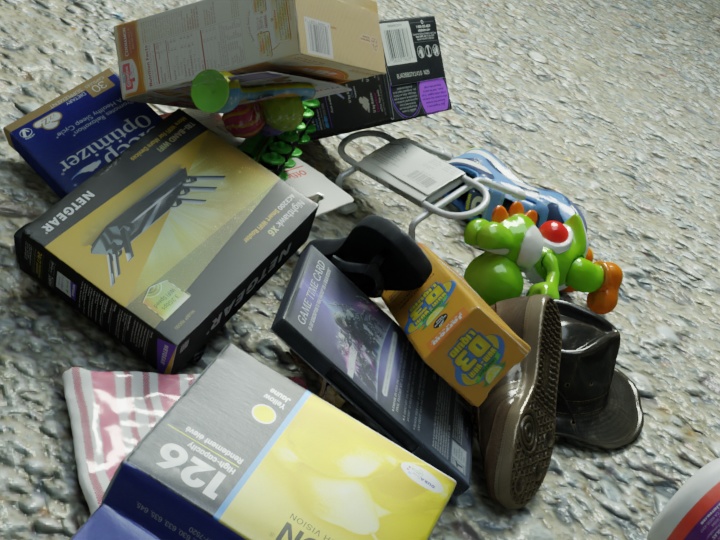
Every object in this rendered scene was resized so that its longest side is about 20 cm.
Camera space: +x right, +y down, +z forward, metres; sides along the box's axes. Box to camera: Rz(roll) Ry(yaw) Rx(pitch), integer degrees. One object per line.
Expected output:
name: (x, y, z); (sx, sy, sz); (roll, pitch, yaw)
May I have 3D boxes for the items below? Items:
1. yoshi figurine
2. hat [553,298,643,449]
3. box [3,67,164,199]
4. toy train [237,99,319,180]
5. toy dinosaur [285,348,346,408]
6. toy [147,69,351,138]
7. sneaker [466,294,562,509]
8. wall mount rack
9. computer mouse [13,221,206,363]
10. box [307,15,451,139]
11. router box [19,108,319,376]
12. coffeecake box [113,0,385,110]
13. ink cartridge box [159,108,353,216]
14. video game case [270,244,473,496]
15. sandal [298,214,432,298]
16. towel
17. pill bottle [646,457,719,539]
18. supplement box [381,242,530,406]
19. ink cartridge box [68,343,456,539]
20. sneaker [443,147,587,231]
yoshi figurine: (0.174, 0.006, 1.204); (0.199, 0.112, 0.112); (16, 56, -39)
hat: (0.188, 0.076, 1.090); (0.200, 0.081, 0.201); (18, 28, -10)
box: (-0.223, -0.097, 1.073); (0.121, 0.032, 0.200); (-35, 63, -23)
toy train: (-0.084, -0.129, 1.143); (0.056, 0.042, 0.200); (13, 29, 5)
toy dinosaur: (-0.012, 0.078, 0.992); (0.101, 0.058, 0.200); (51, 22, 12)
toy: (-0.093, -0.146, 1.054); (0.115, 0.047, 0.200); (-6, -1, 20)
sneaker: (0.121, 0.111, 0.988); (0.075, 0.071, 0.201); (-8, 47, 31)
wall mount rack: (0.075, -0.092, 1.243); (0.173, 0.075, 0.200); (-32, 47, -29)
computer mouse: (-0.207, 0.012, 0.967); (0.200, 0.034, 0.059); (31, 29, 13)
box: (-0.018, -0.205, 1.282); (0.199, 0.107, 0.122); (-8, 7, 38)
router box: (-0.155, -0.028, 0.966); (0.157, 0.052, 0.200); (34, 50, 9)
coffeecake box: (-0.102, -0.205, 1.086); (0.199, 0.073, 0.153); (-8, -1, 30)
ink cartridge box: (-0.119, -0.084, 1.152); (0.200, 0.068, 0.116); (33, 31, 21)
video game case: (0.017, 0.077, 0.946); (0.200, 0.019, 0.143); (42, 22, -12)
sandal: (0.000, 0.000, 1.027); (0.076, 0.200, 0.043); (44, 68, -13)
towel: (-0.112, 0.123, 0.854); (0.199, 0.030, 0.147); (5, 33, -28)
pill bottle: (0.321, 0.241, 0.877); (0.112, 0.113, 0.200); (-10, 43, -44)
supplement box: (0.074, 0.041, 0.998); (0.069, 0.067, 0.200); (42, 4, -21)
ink cartridge box: (-0.058, 0.161, 0.772); (0.197, 0.047, 0.200); (32, 36, 5)
sneaker: (0.167, -0.070, 1.333); (0.200, 0.074, 0.082); (33, 32, 32)
